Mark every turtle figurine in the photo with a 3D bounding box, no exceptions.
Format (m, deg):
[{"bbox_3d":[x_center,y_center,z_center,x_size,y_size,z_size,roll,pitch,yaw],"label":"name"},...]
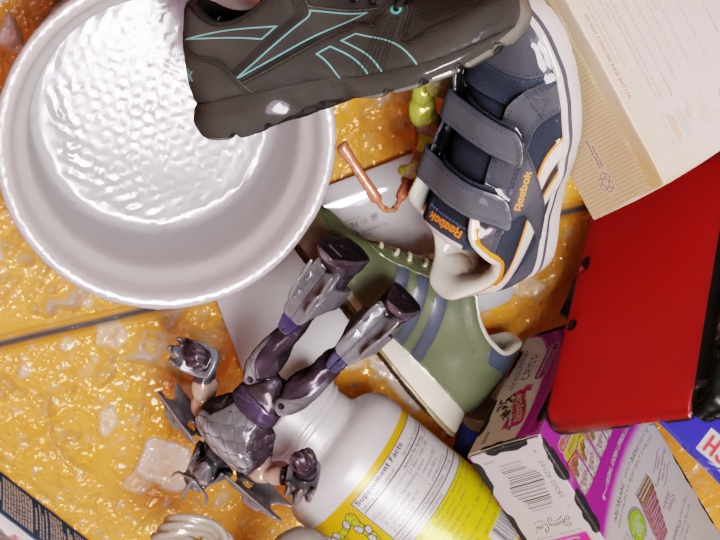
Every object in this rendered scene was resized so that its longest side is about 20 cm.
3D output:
[{"bbox_3d":[0.053,-0.145,0.899,0.160,0.064,0.203,-22,111,-46],"label":"turtle figurine"}]

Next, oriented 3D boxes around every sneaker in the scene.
[{"bbox_3d":[0.076,-0.062,0.865,0.079,0.078,0.202,-28,137,-26],"label":"sneaker"},{"bbox_3d":[0.034,0.012,0.987,0.090,0.067,0.201,-41,116,-5],"label":"sneaker"},{"bbox_3d":[-0.008,-0.128,0.797,0.197,0.075,0.080,-13,99,15],"label":"sneaker"}]

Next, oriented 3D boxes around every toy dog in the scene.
[{"bbox_3d":[-0.073,0.242,1.002,0.130,0.098,0.201,3,153,3],"label":"toy dog"}]

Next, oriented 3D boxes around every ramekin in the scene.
[{"bbox_3d":[-0.120,-0.088,0.900,0.197,0.098,0.203,-5,112,-12],"label":"ramekin"}]

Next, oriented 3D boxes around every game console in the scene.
[{"bbox_3d":[0.232,0.030,0.933,0.171,0.202,0.119,24,148,-10],"label":"game console"}]

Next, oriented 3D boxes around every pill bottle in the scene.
[{"bbox_3d":[0.022,0.155,1.004,0.199,0.104,0.105,39,99,-5],"label":"pill bottle"}]

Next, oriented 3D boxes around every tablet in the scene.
[{"bbox_3d":[0.000,0.000,1.011,0.198,0.014,0.132,-21,115,-5],"label":"tablet"}]

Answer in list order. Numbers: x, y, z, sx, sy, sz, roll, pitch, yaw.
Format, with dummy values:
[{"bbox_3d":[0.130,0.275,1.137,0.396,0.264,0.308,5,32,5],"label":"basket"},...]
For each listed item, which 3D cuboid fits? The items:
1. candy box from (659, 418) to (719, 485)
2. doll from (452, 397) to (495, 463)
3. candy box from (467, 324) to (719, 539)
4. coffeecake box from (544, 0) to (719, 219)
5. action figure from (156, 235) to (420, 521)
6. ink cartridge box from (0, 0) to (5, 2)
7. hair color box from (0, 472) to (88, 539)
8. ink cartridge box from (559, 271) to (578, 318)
[{"bbox_3d":[0.319,0.073,1.016,0.169,0.077,0.201,46,112,17],"label":"candy box"},{"bbox_3d":[0.089,0.192,1.089,0.134,0.049,0.203,3,109,-6],"label":"doll"},{"bbox_3d":[0.163,0.154,1.004,0.061,0.137,0.201,-22,109,35],"label":"candy box"},{"bbox_3d":[0.189,-0.147,0.894,0.199,0.073,0.155,-29,90,-30],"label":"coffeecake box"},{"bbox_3d":[-0.055,0.071,0.922,0.130,0.069,0.200,41,108,0],"label":"action figure"},{"bbox_3d":[-0.244,-0.246,0.838,0.194,0.043,0.202,-21,116,-5],"label":"ink cartridge box"},{"bbox_3d":[-0.234,0.218,1.013,0.100,0.061,0.200,-44,114,5],"label":"hair color box"},{"bbox_3d":[0.238,0.033,0.996,0.039,0.199,0.101,-1,118,-59],"label":"ink cartridge box"}]
